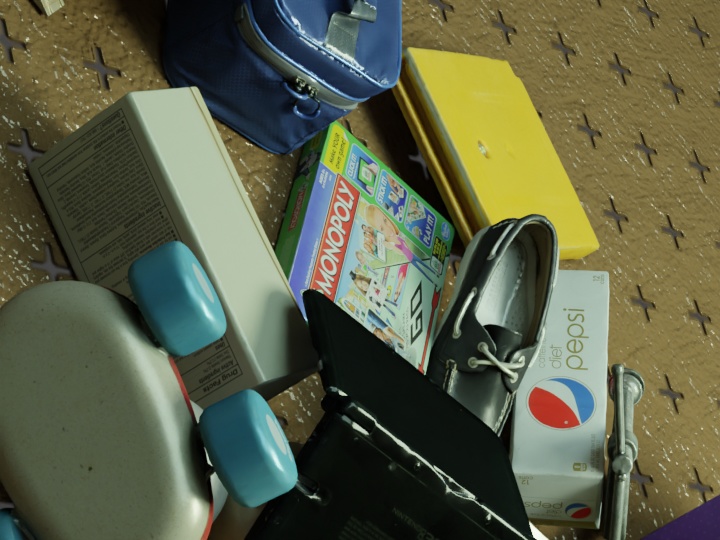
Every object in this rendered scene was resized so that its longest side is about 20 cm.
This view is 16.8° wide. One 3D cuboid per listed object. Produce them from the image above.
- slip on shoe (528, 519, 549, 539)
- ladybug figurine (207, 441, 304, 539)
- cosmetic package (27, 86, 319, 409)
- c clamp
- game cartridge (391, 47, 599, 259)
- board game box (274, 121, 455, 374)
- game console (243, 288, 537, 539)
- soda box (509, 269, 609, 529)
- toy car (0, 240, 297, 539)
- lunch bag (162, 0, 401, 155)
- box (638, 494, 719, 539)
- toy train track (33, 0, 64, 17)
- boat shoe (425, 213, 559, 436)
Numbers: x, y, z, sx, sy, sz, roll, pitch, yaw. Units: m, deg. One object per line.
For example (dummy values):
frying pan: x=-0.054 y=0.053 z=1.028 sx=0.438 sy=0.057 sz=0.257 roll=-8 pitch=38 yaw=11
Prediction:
slip on shoe: x=0.060 y=0.155 z=1.657 sx=0.200 sy=0.061 sz=0.076 roll=50 pitch=-9 yaw=-20
ladybug figurine: x=-0.021 y=0.185 z=1.522 sx=0.200 sy=0.072 sz=0.136 roll=35 pitch=41 yaw=-31
cosmetic package: x=-0.116 y=-0.004 z=1.525 sx=0.073 sy=0.104 sz=0.200 roll=-13 pitch=75 yaw=-55
c clamp: x=0.191 y=0.129 z=1.766 sx=0.200 sy=0.027 sz=0.171 roll=-60 pitch=152 yaw=-77
game cartridge: x=0.105 y=-0.088 z=1.913 sx=0.200 sy=0.032 sz=0.176 roll=-1 pitch=64 yaw=-64
board game box: x=0.000 y=0.000 z=1.734 sx=0.135 sy=0.029 sz=0.200 roll=42 pitch=37 yaw=-25
game console: x=0.013 y=0.140 z=1.495 sx=0.200 sy=0.116 sz=0.176 roll=39 pitch=79 yaw=-33
soda box: x=0.146 y=0.092 z=1.793 sx=0.064 sy=0.068 sz=0.200 roll=89 pitch=6 yaw=-46
toy car: x=-0.136 y=0.097 z=1.406 sx=0.177 sy=0.184 sz=0.200 roll=64 pitch=5 yaw=9
lunch bag: x=-0.048 y=-0.190 z=1.729 sx=0.136 sy=0.132 sz=0.200 roll=30 pitch=42 yaw=-35
box: x=0.311 y=0.194 z=1.821 sx=0.137 sy=0.200 sz=0.039 roll=20 pitch=46 yaw=-43
toy train track: x=-0.212 y=-0.243 z=1.652 sx=0.115 sy=0.033 sz=0.200 roll=53 pitch=33 yaw=-8
boat shoe: x=0.095 y=0.049 z=1.743 sx=0.074 sy=0.060 sz=0.200 roll=31 pitch=62 yaw=-19
